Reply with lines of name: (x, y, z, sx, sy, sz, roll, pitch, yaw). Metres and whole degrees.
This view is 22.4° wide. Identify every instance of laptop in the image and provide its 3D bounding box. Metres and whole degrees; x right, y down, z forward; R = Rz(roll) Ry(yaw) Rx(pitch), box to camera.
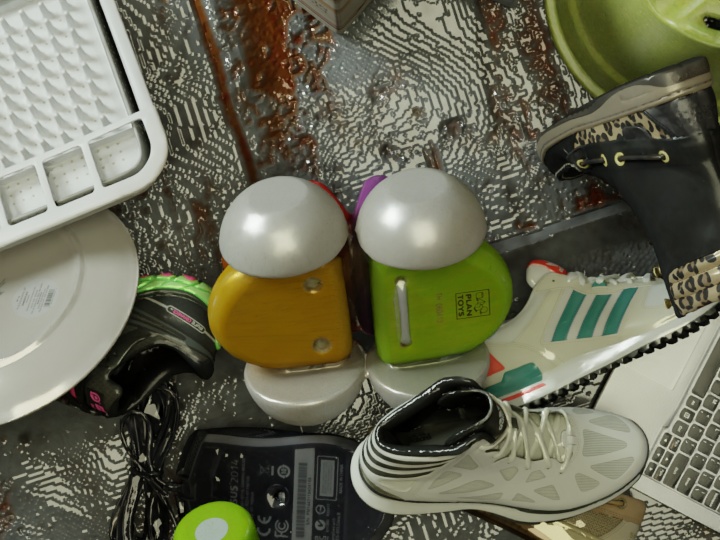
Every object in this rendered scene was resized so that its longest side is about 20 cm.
laptop: (0.276, 0.092, 1.227, 0.200, 0.116, 0.188, 28, 89, 0)

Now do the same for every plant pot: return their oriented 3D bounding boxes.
plant pot: (0.230, -0.198, 1.192, 0.200, 0.184, 0.201, 0, 90, -1)

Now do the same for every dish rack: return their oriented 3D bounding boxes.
dish rack: (-0.227, -0.108, 1.233, 0.171, 0.044, 0.200, -22, 67, 1)

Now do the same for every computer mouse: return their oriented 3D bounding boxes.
computer mouse: (-0.069, 0.145, 1.262, 0.199, 0.053, 0.139, 8, 92, 12)

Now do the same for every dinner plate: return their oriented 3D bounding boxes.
dinner plate: (-0.244, 0.018, 1.208, 0.200, 0.024, 0.201, -9, 51, 11)

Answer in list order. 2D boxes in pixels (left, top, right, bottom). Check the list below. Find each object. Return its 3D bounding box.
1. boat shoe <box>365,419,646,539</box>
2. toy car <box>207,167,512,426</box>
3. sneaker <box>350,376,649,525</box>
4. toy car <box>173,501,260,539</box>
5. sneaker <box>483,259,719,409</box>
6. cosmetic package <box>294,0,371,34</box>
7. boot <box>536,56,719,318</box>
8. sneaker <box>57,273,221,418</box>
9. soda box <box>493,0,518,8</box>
boat shoe: (0.100, 0.142, 1.254, 0.200, 0.071, 0.065, 27, 81, -6)
toy car: (0.000, 0.000, 1.215, 0.199, 0.150, 0.175, -4, 125, 3)
sneaker: (0.099, 0.114, 1.163, 0.200, 0.115, 0.076, -4, 69, -10)
toy car: (-0.161, 0.245, 1.215, 0.200, 0.158, 0.165, 7, 133, 24)
sneaker: (0.158, 0.023, 1.241, 0.199, 0.070, 0.094, -28, 81, 11)
cosmetic package: (-0.025, -0.226, 1.183, 0.103, 0.200, 0.087, 39, 91, 1)
boot: (0.192, -0.045, 1.182, 0.073, 0.200, 0.151, -22, 87, -22)
sneaker: (-0.188, 0.060, 1.227, 0.199, 0.077, 0.084, -14, 60, 11)
soda box: (0.115, -0.287, 1.250, 0.068, 0.063, 0.200, 21, 90, 1)
